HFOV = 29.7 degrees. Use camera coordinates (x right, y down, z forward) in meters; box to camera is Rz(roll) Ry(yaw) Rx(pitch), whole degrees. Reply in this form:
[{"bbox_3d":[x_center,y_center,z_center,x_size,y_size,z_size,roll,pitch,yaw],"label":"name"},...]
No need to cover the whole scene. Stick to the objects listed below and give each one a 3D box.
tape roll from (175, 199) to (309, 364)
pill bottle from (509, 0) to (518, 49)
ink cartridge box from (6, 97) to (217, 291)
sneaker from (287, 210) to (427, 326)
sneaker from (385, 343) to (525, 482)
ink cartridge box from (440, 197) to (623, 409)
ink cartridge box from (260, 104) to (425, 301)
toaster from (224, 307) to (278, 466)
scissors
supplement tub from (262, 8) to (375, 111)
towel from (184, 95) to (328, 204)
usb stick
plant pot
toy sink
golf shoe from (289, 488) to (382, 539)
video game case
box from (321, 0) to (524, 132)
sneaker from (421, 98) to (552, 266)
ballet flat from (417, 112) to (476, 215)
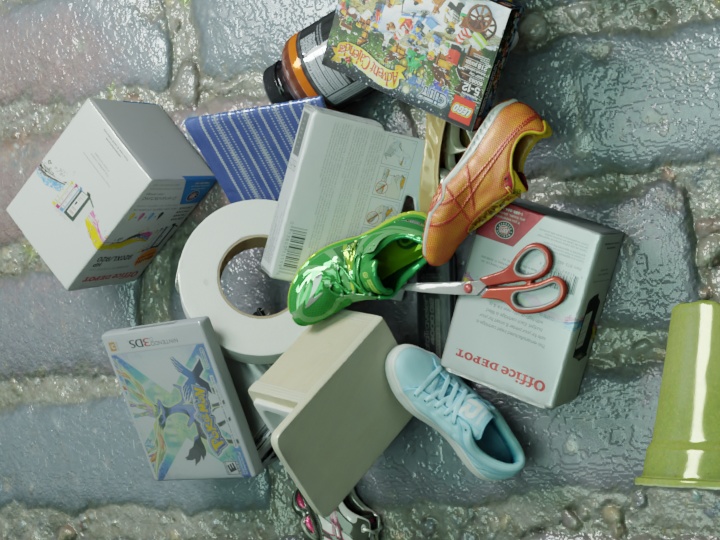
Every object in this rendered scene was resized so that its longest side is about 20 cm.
[{"bbox_3d":[-0.121,0.013,1.636,0.200,0.037,0.205,2,69,-4],"label":"tape roll"},{"bbox_3d":[0.107,-0.337,1.512,0.108,0.109,0.202,-11,89,29],"label":"pill bottle"},{"bbox_3d":[-0.319,-0.097,1.742,0.200,0.147,0.145,-47,72,23],"label":"ink cartridge box"},{"bbox_3d":[0.000,0.000,1.533,0.199,0.084,0.074,-32,109,11],"label":"sneaker"},{"bbox_3d":[0.115,0.154,1.527,0.200,0.074,0.082,44,154,-10],"label":"sneaker"},{"bbox_3d":[0.189,0.033,1.508,0.145,0.083,0.202,20,102,26],"label":"ink cartridge box"},{"bbox_3d":[-0.008,-0.076,1.586,0.044,0.172,0.202,41,117,63],"label":"ink cartridge box"},{"bbox_3d":[-0.130,0.157,1.679,0.129,0.113,0.200,45,112,15],"label":"toaster"},{"bbox_3d":[0.130,0.025,1.485,0.198,0.014,0.074,-17,85,28],"label":"scissors"},{"bbox_3d":[-0.019,-0.251,1.590,0.199,0.107,0.108,-25,82,29],"label":"supplement tub"},{"bbox_3d":[-0.103,-0.143,1.645,0.198,0.024,0.145,-5,133,28],"label":"towel"},{"bbox_3d":[0.091,0.073,1.595,0.055,0.032,0.203,1,94,37],"label":"usb stick"},{"bbox_3d":[0.378,0.128,1.367,0.198,0.200,0.187,-2,81,29],"label":"plant pot"},{"bbox_3d":[-0.042,0.159,1.550,0.111,0.200,0.131,8,137,47],"label":"toy sink"},{"bbox_3d":[-0.009,0.341,1.647,0.088,0.077,0.201,-31,79,19],"label":"golf shoe"},{"bbox_3d":[-0.217,0.159,1.639,0.181,0.022,0.202,-9,105,40],"label":"video game case"},{"bbox_3d":[0.064,-0.251,1.458,0.199,0.038,0.138,27,113,23],"label":"box"},{"bbox_3d":[0.131,-0.085,1.450,0.077,0.073,0.201,37,106,20],"label":"sneaker"},{"bbox_3d":[0.103,-0.128,1.539,0.063,0.068,0.202,15,111,43],"label":"ballet flat"}]
